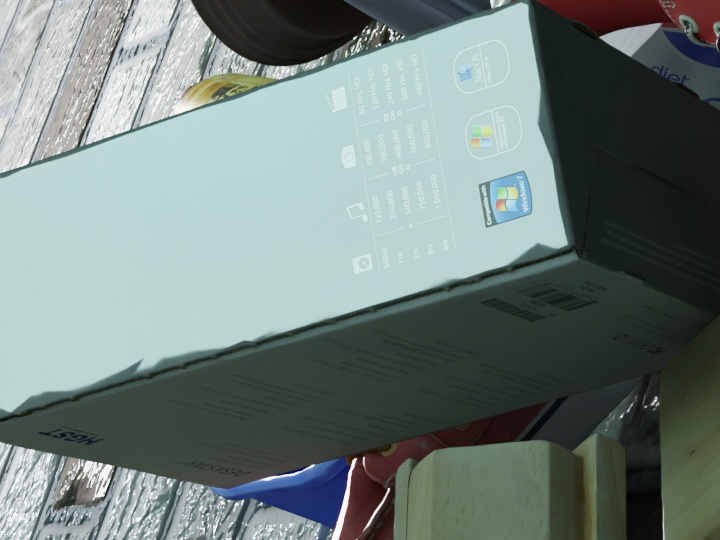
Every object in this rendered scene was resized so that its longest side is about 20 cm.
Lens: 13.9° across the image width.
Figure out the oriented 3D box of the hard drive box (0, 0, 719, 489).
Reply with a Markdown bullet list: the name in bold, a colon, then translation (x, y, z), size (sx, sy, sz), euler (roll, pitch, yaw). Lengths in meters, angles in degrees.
- **hard drive box**: translation (0.000, 0.000, 0.881), size (0.199, 0.156, 0.077), euler (-17, 73, 24)

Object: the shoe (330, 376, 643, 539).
- **shoe**: translation (0.016, 0.054, 0.998), size (0.200, 0.091, 0.071), euler (-45, -1, -28)

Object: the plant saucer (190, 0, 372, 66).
- **plant saucer**: translation (-0.019, -0.193, 1.375), size (0.029, 0.200, 0.201), euler (11, 75, 35)

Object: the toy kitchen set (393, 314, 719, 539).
- **toy kitchen set**: translation (0.123, 0.052, 0.746), size (0.180, 0.163, 0.200), euler (-47, 27, 39)

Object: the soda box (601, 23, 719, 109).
- **soda box**: translation (0.142, -0.109, 1.021), size (0.200, 0.063, 0.068), euler (-46, 28, 41)

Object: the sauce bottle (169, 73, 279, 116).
- **sauce bottle**: translation (-0.038, -0.061, 1.408), size (0.066, 0.066, 0.200), euler (-67, 20, -5)

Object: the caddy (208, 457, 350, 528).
- **caddy**: translation (0.003, 0.028, 1.146), size (0.200, 0.105, 0.142), euler (-18, 49, 63)

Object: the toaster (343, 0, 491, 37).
- **toaster**: translation (0.027, -0.185, 1.293), size (0.114, 0.129, 0.201), euler (-1, 66, 66)

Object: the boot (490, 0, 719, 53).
- **boot**: translation (0.127, -0.068, 0.926), size (0.200, 0.072, 0.145), euler (-22, 79, 45)
